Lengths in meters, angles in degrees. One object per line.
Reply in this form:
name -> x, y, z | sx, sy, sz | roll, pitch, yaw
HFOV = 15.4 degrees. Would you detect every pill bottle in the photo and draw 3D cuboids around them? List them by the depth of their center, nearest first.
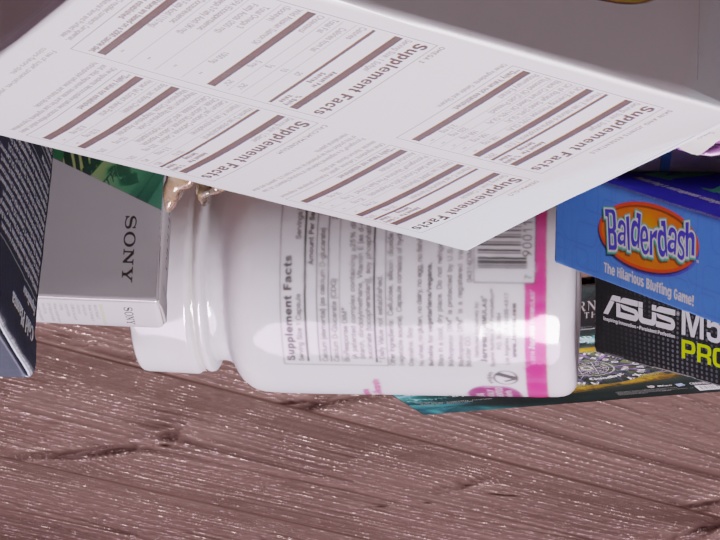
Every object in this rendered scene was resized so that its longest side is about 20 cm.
pill bottle -> 0.000, 0.000, 1.211 | 0.199, 0.114, 0.113 | 1, 162, 6

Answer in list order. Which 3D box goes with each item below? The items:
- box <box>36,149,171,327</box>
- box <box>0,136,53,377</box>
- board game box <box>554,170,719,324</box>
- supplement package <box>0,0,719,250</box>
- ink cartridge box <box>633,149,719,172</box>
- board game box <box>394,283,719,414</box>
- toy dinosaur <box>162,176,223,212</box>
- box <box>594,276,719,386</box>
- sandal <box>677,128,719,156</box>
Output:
box -> -0.169, -0.055, 1.022 | 0.199, 0.145, 0.036 | 2, 163, -1
box -> -0.212, -0.065, 0.938 | 0.199, 0.183, 0.104 | 1, 161, 5
board game box -> 0.201, -0.017, 1.076 | 0.200, 0.045, 0.152 | -5, -167, -25
supplement package -> -0.007, -0.115, 0.806 | 0.200, 0.152, 0.151 | 13, 158, -29
ink cartridge box -> 0.190, -0.081, 1.026 | 0.199, 0.059, 0.104 | 1, 161, 4
board game box -> 0.096, 0.043, 1.460 | 0.200, 0.028, 0.135 | -6, 159, 25
toy dinosaur -> -0.003, -0.069, 1.000 | 0.135, 0.086, 0.200 | -3, -179, 12
box -> 0.225, 0.014, 1.144 | 0.200, 0.044, 0.160 | -10, -165, -36
sandal -> 0.144, -0.064, 0.903 | 0.202, 0.050, 0.082 | -17, 169, 40
